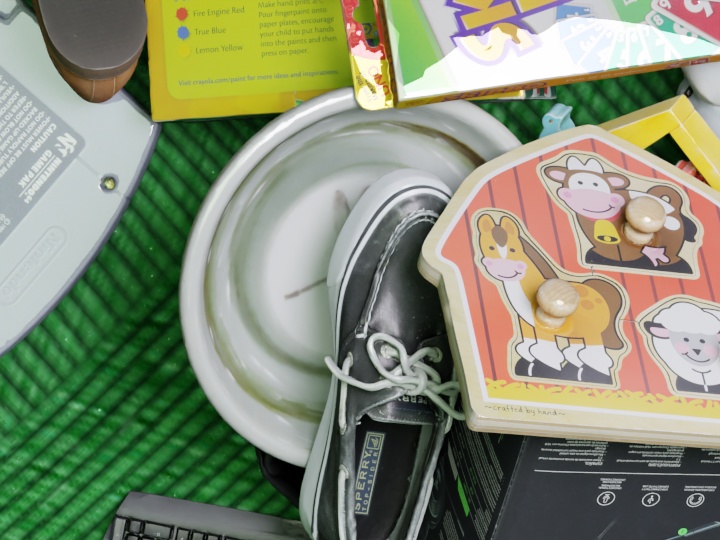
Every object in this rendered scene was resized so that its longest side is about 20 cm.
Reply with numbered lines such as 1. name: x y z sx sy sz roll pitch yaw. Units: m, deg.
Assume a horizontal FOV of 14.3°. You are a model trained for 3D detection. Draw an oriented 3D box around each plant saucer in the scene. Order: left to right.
1. plant saucer: 0.000 0.000 1.423 0.199 0.050 0.201 -6 109 -19

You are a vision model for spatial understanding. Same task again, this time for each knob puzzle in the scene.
1. knob puzzle: 0.124 -0.003 1.349 0.219 0.220 0.031 18 133 0

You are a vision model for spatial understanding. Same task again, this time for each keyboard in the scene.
1. keyboard: -0.046 0.195 1.516 0.199 0.021 0.128 10 92 1

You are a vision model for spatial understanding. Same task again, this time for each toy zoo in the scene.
1. toy zoo: 0.158 -0.003 1.460 0.131 0.020 0.200 -33 98 40

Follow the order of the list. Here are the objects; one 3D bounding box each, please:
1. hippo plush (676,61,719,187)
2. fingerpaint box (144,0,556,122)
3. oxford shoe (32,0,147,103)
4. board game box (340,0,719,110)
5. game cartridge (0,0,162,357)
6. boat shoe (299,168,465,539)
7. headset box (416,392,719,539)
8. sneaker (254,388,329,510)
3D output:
1. hippo plush: 0.239 -0.116 1.462 0.160 0.160 0.200 -5 135 18
2. fingerpaint box: -0.007 -0.163 1.452 0.199 0.073 0.168 -3 92 18
3. oxford shoe: -0.153 -0.180 1.477 0.071 0.071 0.201 -4 70 -10
4. board game box: 0.090 -0.137 1.372 0.199 0.030 0.096 -9 84 -3
5. game cartridge: -0.203 -0.032 1.502 0.133 0.041 0.200 42 92 3
6. boat shoe: 0.016 0.054 1.381 0.073 0.068 0.200 11 103 -24
7. headset box: 0.133 0.107 1.414 0.173 0.093 0.201 2 129 -16
8. sneaker: -0.026 0.066 1.469 0.072 0.083 0.201 -31 91 26
